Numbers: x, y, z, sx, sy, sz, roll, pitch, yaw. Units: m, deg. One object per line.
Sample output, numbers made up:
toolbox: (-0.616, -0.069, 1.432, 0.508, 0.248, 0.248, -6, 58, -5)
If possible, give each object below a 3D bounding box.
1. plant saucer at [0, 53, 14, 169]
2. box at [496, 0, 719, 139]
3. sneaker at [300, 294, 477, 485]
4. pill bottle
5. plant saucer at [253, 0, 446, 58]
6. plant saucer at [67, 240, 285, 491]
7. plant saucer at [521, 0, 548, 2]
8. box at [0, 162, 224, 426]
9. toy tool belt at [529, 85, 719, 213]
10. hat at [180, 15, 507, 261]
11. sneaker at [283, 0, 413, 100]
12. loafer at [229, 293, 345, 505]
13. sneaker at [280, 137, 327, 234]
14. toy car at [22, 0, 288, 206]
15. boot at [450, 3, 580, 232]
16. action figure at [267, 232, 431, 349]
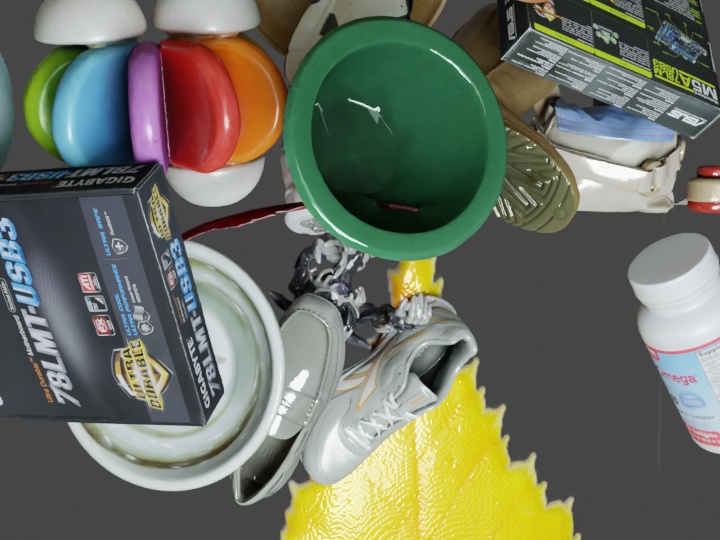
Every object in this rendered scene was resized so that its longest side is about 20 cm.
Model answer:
plant saucer: (-0.356, -0.118, 0.876, 0.198, 0.039, 0.204, -5, 105, -20)
box: (0.203, -0.224, 0.990, 0.198, 0.047, 0.195, 16, 56, -24)
sneaker: (0.023, 0.112, 1.045, 0.076, 0.092, 0.201, 39, 89, -25)
pill bottle: (0.333, 0.069, 1.141, 0.108, 0.109, 0.201, -35, 112, -9)
plant saucer: (-0.017, -0.264, 0.967, 0.197, 0.035, 0.203, -5, 105, -19)
plant saucer: (-0.151, 0.074, 0.968, 0.197, 0.050, 0.203, 1, 93, 12)
plant saucer: (0.115, -0.300, 0.888, 0.199, 0.032, 0.203, 6, 80, -41)
box: (-0.217, 0.022, 0.881, 0.196, 0.050, 0.202, -1, 120, 18)
toy tool belt: (0.240, -0.115, 1.049, 0.197, 0.125, 0.125, 2, 97, 0)
hat: (-0.019, -0.084, 0.876, 0.198, 0.176, 0.168, 7, 82, -25)
sneaker: (0.015, -0.215, 0.904, 0.074, 0.079, 0.202, 38, 69, -62)
loafer: (-0.063, 0.112, 0.990, 0.069, 0.070, 0.202, 22, 119, 10)
sneaker: (0.028, -0.093, 0.942, 0.197, 0.078, 0.101, -8, 75, -22)
toy car: (-0.148, -0.122, 0.883, 0.197, 0.150, 0.177, -7, 112, -15)
boot: (0.128, -0.132, 0.944, 0.175, 0.200, 0.066, 39, 129, 6)
action figure: (0.000, 0.000, 1.005, 0.118, 0.102, 0.202, 28, 90, -25)
